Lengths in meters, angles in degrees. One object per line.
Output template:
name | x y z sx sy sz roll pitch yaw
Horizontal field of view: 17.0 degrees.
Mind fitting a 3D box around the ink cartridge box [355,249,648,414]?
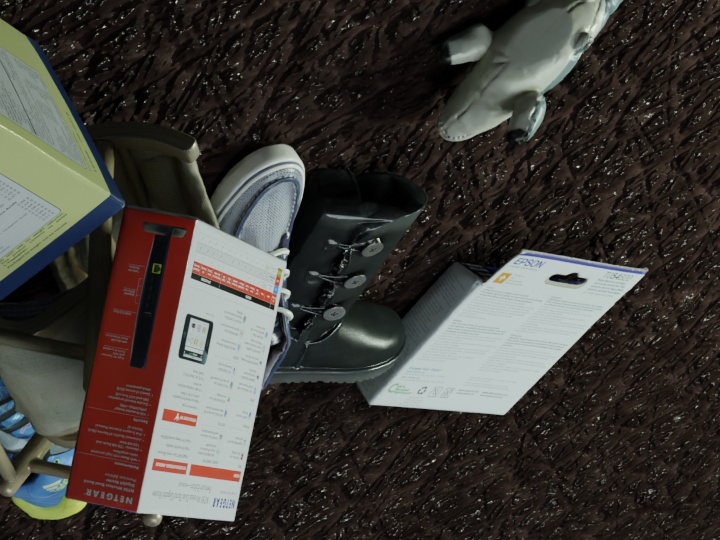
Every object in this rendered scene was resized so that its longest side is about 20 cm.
ink cartridge box | 0.119 0.043 2.045 0.200 0.041 0.199 -46 149 25

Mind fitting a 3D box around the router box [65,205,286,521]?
router box | -0.112 0.064 1.515 0.200 0.049 0.180 30 71 -74

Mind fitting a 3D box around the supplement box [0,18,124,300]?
supplement box | -0.283 -0.060 1.376 0.200 0.134 0.200 -37 152 10

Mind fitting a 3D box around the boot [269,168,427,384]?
boot | -0.001 0.000 1.842 0.165 0.066 0.200 -11 142 -37

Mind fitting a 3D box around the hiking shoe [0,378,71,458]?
hiking shoe | -0.244 0.081 1.710 0.200 0.074 0.087 7 135 -50

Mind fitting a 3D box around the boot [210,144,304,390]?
boot | -0.070 0.003 1.737 0.073 0.090 0.200 -14 148 -29

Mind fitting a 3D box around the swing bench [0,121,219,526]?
swing bench | -0.176 0.031 1.599 0.130 0.200 0.199 10 150 16

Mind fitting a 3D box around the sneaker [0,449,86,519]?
sneaker | -0.193 0.124 1.821 0.200 0.076 0.105 -38 156 14

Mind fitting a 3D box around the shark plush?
shark plush | 0.129 -0.171 1.724 0.200 0.091 0.083 -52 173 -5
